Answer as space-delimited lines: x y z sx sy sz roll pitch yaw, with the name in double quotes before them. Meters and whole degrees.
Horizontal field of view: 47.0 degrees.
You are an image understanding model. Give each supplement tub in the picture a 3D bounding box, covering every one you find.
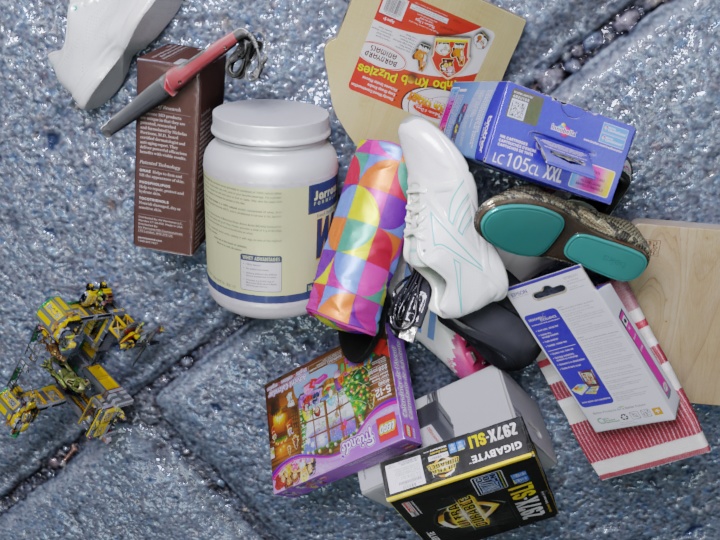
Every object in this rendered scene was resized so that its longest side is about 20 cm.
"supplement tub" -0.095 -0.068 0.881 0.141 0.146 0.204 4 113 5

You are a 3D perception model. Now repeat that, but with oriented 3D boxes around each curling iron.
"curling iron" -0.174 -0.175 0.802 0.197 0.026 0.050 -22 105 17

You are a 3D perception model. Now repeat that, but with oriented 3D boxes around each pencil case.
"pencil case" 0.011 -0.035 0.849 0.087 0.088 0.204 21 85 -3

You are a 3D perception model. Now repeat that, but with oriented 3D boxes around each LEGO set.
"LEGO set" -0.327 0.129 0.983 0.115 0.153 0.202 39 102 19

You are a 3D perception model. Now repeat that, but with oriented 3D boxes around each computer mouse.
"computer mouse" 0.130 0.041 0.868 0.198 0.052 0.141 30 71 -25

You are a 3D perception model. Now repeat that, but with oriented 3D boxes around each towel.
"towel" 0.274 0.121 0.905 0.143 0.023 0.203 -30 86 43

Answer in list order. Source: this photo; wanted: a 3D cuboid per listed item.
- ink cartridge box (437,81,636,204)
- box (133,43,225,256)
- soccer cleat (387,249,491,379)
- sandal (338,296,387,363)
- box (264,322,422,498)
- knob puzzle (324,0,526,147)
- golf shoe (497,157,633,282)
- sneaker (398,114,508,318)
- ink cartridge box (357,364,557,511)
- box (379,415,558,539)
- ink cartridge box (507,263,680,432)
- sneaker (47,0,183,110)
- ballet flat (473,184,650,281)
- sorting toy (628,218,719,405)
"ink cartridge box" 0.162 -0.124 0.782 0.134 0.200 0.078 16 97 -14
"box" -0.195 -0.130 0.892 0.073 0.100 0.204 11 113 2
"soccer cleat" 0.084 0.057 0.963 0.085 0.070 0.202 -21 110 35
"sandal" 0.000 0.000 0.918 0.044 0.074 0.205 7 96 -40
"box" -0.026 0.164 0.956 0.198 0.139 0.039 -30 145 30
"knob puzzle" 0.053 -0.202 0.866 0.214 0.031 0.224 -2 121 -4
"golf shoe" 0.207 -0.051 0.883 0.072 0.093 0.201 34 114 -11
"sneaker" 0.074 -0.047 0.791 0.079 0.070 0.204 -26 103 -14
"ink cartridge box" 0.109 0.205 0.966 0.197 0.085 0.145 -27 141 19
"box" 0.125 0.240 0.905 0.157 0.050 0.201 -21 142 7
"ink cartridge box" 0.236 0.077 0.842 0.094 0.037 0.201 -20 114 42
"sneaker" -0.260 -0.266 0.864 0.200 0.075 0.089 -43 91 21
"ballet flat" 0.188 -0.044 0.792 0.196 0.076 0.068 15 132 -20
"sorting toy" 0.376 0.040 0.913 0.194 0.070 0.205 5 112 4
